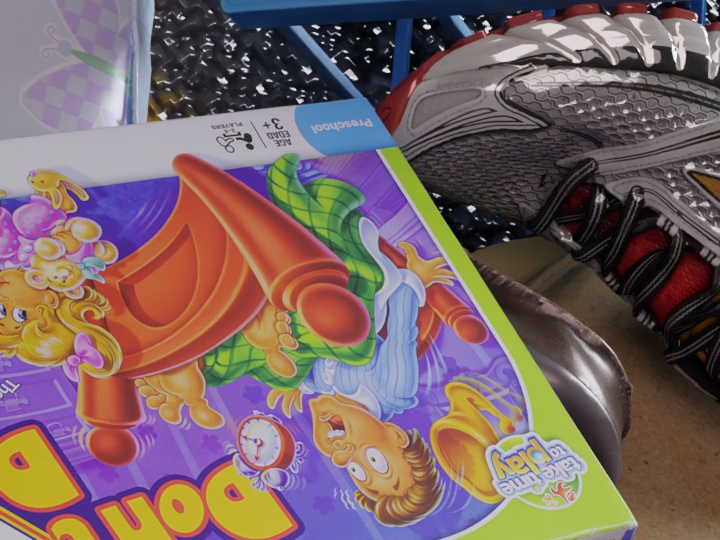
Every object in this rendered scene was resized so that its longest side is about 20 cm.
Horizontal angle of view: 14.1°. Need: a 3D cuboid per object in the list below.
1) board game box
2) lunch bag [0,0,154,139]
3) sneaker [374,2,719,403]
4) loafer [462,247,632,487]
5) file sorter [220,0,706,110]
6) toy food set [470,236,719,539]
[{"bbox_3d":[-0.058,0.034,0.622,0.199,0.045,0.135,-9,52,-33],"label":"board game box"},{"bbox_3d":[-0.156,-0.012,0.761,0.199,0.127,0.170,1,73,1],"label":"lunch bag"},{"bbox_3d":[0.097,-0.010,0.758,0.199,0.078,0.082,16,65,-14],"label":"sneaker"},{"bbox_3d":[0.000,0.000,0.774,0.200,0.073,0.071,27,52,37],"label":"loafer"},{"bbox_3d":[0.081,-0.117,0.799,0.199,0.123,0.139,-2,71,19],"label":"file sorter"},{"bbox_3d":[0.114,0.069,0.802,0.199,0.049,0.198,7,47,-19],"label":"toy food set"}]
